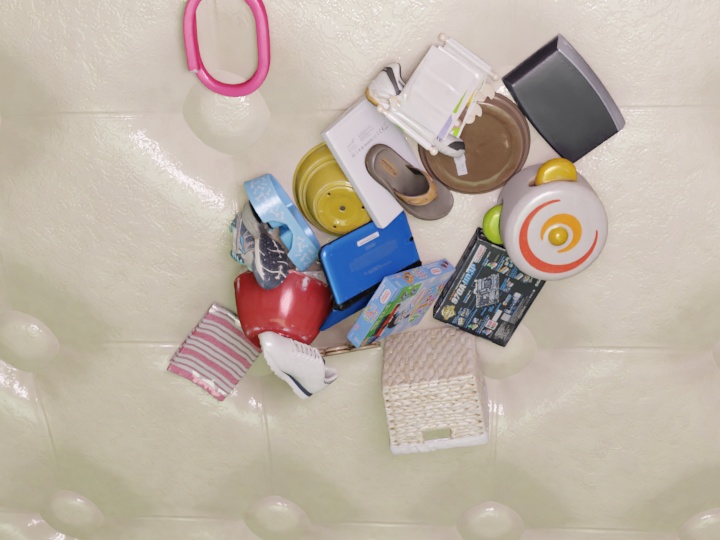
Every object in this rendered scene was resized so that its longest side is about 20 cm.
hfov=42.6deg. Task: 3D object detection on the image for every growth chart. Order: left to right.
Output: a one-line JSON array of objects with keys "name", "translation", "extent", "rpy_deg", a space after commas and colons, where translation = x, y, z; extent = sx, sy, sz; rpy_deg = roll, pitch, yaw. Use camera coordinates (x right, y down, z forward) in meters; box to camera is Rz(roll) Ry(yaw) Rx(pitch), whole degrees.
[{"name": "growth chart", "translation": [0.135, -0.289, 1.519], "extent": [0.145, 0.018, 0.200], "rpy_deg": [41, 74, -13]}]

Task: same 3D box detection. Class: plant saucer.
[{"name": "plant saucer", "translation": [0.199, -0.219, 1.616], "extent": [0.198, 0.030, 0.201], "rpy_deg": [2, 122, 4]}]

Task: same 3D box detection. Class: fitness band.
[{"name": "fitness band", "translation": [-0.223, -0.388, 1.548], "extent": [0.142, 0.038, 0.201], "rpy_deg": [2, 122, 4]}]

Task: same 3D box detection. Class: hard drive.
[{"name": "hard drive", "translation": [0.029, -0.193, 1.601], "extent": [0.027, 0.132, 0.201], "rpy_deg": [9, 137, 56]}, {"name": "hard drive", "translation": [0.345, -0.281, 1.556], "extent": [0.135, 0.042, 0.200], "rpy_deg": [-35, 112, 23]}]

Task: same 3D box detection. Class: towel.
[{"name": "towel", "translation": [-0.292, 0.173, 1.897], "extent": [0.146, 0.030, 0.200], "rpy_deg": [33, 118, -15]}]

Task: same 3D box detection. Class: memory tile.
[{"name": "memory tile", "translation": [-0.061, 0.159, 1.807], "extent": [0.198, 0.153, 0.017], "rpy_deg": [-10, 84, 8]}]

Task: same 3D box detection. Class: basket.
[{"name": "basket", "translation": [0.142, 0.230, 1.793], "extent": [0.196, 0.200, 0.162], "rpy_deg": [-9, 118, 10]}]

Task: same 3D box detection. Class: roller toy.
[{"name": "roller toy", "translation": [0.334, -0.085, 1.608], "extent": [0.182, 0.140, 0.200], "rpy_deg": [35, 109, -17]}]

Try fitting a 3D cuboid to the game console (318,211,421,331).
[{"name": "game console", "translation": [0.000, 0.000, 1.684], "extent": [0.118, 0.199, 0.172], "rpy_deg": [3, 117, 55]}]

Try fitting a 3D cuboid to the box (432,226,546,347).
[{"name": "box", "translation": [0.249, 0.035, 1.754], "extent": [0.158, 0.046, 0.201], "rpy_deg": [21, 121, -7]}]

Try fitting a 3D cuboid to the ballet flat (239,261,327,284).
[{"name": "ballet flat", "translation": [-0.129, 0.001, 1.768], "extent": [0.198, 0.072, 0.072], "rpy_deg": [10, 122, -3]}]

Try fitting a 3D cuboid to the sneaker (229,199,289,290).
[{"name": "sneaker", "translation": [-0.190, -0.031, 1.673], "extent": [0.086, 0.201, 0.077], "rpy_deg": [-40, 134, 22]}]

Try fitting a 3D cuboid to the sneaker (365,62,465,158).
[{"name": "sneaker", "translation": [0.107, -0.269, 1.544], "extent": [0.199, 0.076, 0.088], "rpy_deg": [35, 97, -13]}]

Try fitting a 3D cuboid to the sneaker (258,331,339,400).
[{"name": "sneaker", "translation": [-0.115, 0.160, 1.686], "extent": [0.080, 0.077, 0.200], "rpy_deg": [-25, 141, 13]}]

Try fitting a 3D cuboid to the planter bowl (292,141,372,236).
[{"name": "planter bowl", "translation": [-0.029, -0.128, 1.659], "extent": [0.198, 0.084, 0.202], "rpy_deg": [2, 121, 4]}]

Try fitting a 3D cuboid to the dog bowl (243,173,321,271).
[{"name": "dog bowl", "translation": [-0.137, -0.091, 1.681], "extent": [0.049, 0.112, 0.201], "rpy_deg": [-32, 114, 8]}]

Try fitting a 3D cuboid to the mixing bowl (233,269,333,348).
[{"name": "mixing bowl", "translation": [-0.151, 0.089, 1.738], "extent": [0.198, 0.109, 0.201], "rpy_deg": [7, 154, 3]}]

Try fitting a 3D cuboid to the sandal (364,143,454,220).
[{"name": "sandal", "translation": [0.093, -0.152, 1.600], "extent": [0.200, 0.054, 0.082], "rpy_deg": [39, 74, -31]}]

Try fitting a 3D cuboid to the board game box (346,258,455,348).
[{"name": "board game box", "translation": [0.078, 0.058, 1.705], "extent": [0.037, 0.199, 0.152], "rpy_deg": [45, 123, 20]}]
